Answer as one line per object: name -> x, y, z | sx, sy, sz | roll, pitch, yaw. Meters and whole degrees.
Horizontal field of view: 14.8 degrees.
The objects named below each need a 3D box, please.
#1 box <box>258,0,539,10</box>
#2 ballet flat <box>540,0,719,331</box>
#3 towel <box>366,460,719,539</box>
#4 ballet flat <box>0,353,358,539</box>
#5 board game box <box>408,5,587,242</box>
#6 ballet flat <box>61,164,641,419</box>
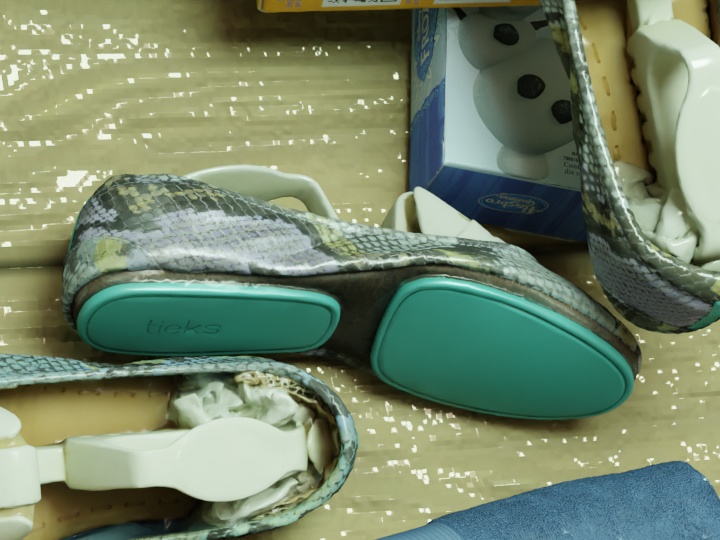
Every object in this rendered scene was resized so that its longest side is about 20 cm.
box -> 0.057, -0.152, 0.970 | 0.199, 0.042, 0.119 | -1, 64, -13
ballet flat -> 0.095, -0.081, 0.885 | 0.072, 0.072, 0.201 | -12, 91, -26
towel -> 0.039, 0.131, 0.877 | 0.199, 0.049, 0.112 | -13, 70, -25
ballet flat -> -0.092, 0.058, 0.846 | 0.199, 0.074, 0.074 | -9, 68, -23
board game box -> 0.118, -0.100, 1.024 | 0.199, 0.043, 0.200 | 10, 62, -16
ballet flat -> 0.000, 0.000, 0.917 | 0.200, 0.072, 0.072 | 9, 62, -18
